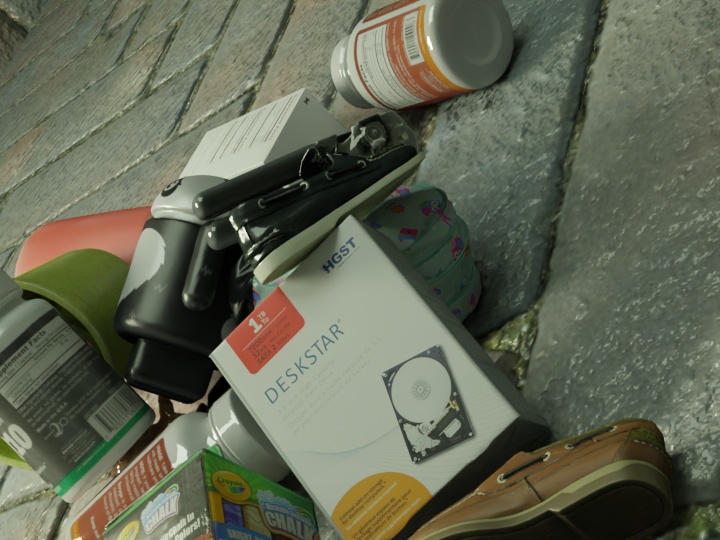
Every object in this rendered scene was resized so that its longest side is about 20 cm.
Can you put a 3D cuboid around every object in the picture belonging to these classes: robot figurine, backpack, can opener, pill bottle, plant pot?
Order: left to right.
[{"bbox_3d":[-0.288,0.099,1.195,0.113,0.200,0.113,-44,3,3],"label":"pill bottle"},{"bbox_3d":[-0.302,0.070,1.353,0.200,0.201,0.184,-38,8,23],"label":"plant pot"},{"bbox_3d":[-0.261,0.017,1.516,0.176,0.201,0.201,-18,39,32],"label":"plant pot"},{"bbox_3d":[-0.150,0.197,1.150,0.200,0.112,0.112,-43,26,14],"label":"pill bottle"},{"bbox_3d":[-0.150,0.014,1.198,0.149,0.125,0.202,6,74,39],"label":"robot figurine"},{"bbox_3d":[-0.044,-0.073,1.112,0.199,0.054,0.067,-25,-3,-14],"label":"can opener"},{"bbox_3d":[0.000,0.000,1.127,0.198,0.127,0.168,4,48,30],"label":"backpack"},{"bbox_3d":[0.057,-0.228,1.400,0.199,0.112,0.113,-8,48,55],"label":"pill bottle"}]

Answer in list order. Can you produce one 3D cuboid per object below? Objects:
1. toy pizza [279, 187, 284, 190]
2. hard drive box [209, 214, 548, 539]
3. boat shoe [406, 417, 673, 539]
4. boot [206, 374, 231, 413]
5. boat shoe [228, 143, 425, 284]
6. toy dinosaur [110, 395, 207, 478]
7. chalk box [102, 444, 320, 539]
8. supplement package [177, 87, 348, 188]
[{"bbox_3d":[-0.134,-0.003,1.355,0.200,0.200,0.032,-46,60,9],"label":"toy pizza"},{"bbox_3d":[0.011,0.088,0.976,0.156,0.077,0.200,-45,64,9],"label":"hard drive box"},{"bbox_3d":[0.112,0.157,0.863,0.199,0.072,0.068,-25,30,25],"label":"boat shoe"},{"bbox_3d":[-0.056,0.090,1.206,0.200,0.075,0.074,-40,23,15],"label":"boot"},{"bbox_3d":[-0.027,-0.062,1.023,0.199,0.066,0.075,-38,-5,-37],"label":"boat shoe"},{"bbox_3d":[-0.203,0.185,1.310,0.199,0.085,0.136,-29,39,47],"label":"toy dinosaur"},{"bbox_3d":[-0.108,0.228,1.004,0.125,0.124,0.201,-39,40,23],"label":"chalk box"},{"bbox_3d":[-0.104,-0.105,1.493,0.199,0.114,0.110,-15,41,51],"label":"supplement package"}]
